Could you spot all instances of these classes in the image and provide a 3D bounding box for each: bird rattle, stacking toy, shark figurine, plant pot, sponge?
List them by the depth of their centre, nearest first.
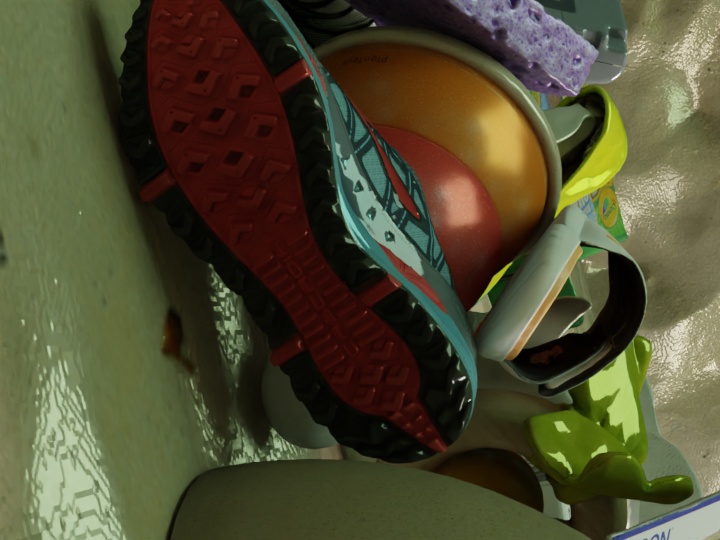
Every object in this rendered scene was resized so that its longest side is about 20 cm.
[{"bbox_3d":[0.030,0.156,0.545,0.200,0.133,0.203,-13,90,-78],"label":"plant pot"},{"bbox_3d":[0.000,0.000,0.695,0.201,0.145,0.147,-63,142,-43],"label":"stacking toy"},{"bbox_3d":[0.008,-0.141,0.701,0.199,0.111,0.030,30,86,-41],"label":"sponge"},{"bbox_3d":[0.085,0.124,0.777,0.113,0.161,0.202,-68,165,-53],"label":"bird rattle"},{"bbox_3d":[0.109,0.078,0.838,0.215,0.128,0.090,50,24,-10],"label":"shark figurine"}]

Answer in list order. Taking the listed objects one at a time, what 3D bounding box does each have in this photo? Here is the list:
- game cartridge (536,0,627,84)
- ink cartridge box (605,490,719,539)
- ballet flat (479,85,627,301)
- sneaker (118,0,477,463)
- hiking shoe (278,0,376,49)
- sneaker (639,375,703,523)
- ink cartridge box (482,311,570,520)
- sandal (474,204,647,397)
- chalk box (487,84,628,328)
[{"bbox_3d":[0.062,-0.170,0.951,0.134,0.197,0.042,-82,-175,-64],"label":"game cartridge"},{"bbox_3d":[0.134,0.182,0.693,0.195,0.043,0.203,-8,110,-47],"label":"ink cartridge box"},{"bbox_3d":[0.081,-0.042,0.919,0.067,0.199,0.067,41,-20,29],"label":"ballet flat"},{"bbox_3d":[-0.021,-0.026,0.591,0.201,0.079,0.096,62,19,-11],"label":"sneaker"},{"bbox_3d":[-0.032,-0.160,0.799,0.201,0.075,0.101,59,28,-30],"label":"hiking shoe"},{"bbox_3d":[0.176,0.148,1.008,0.201,0.074,0.089,-92,176,-51],"label":"sneaker"},{"bbox_3d":[0.096,0.147,0.987,0.146,0.083,0.202,58,22,-57],"label":"ink cartridge box"},{"bbox_3d":[0.089,0.021,0.673,0.059,0.080,0.207,35,9,4],"label":"sandal"},{"bbox_3d":[0.095,-0.052,1.050,0.123,0.123,0.202,-16,91,-61],"label":"chalk box"}]
